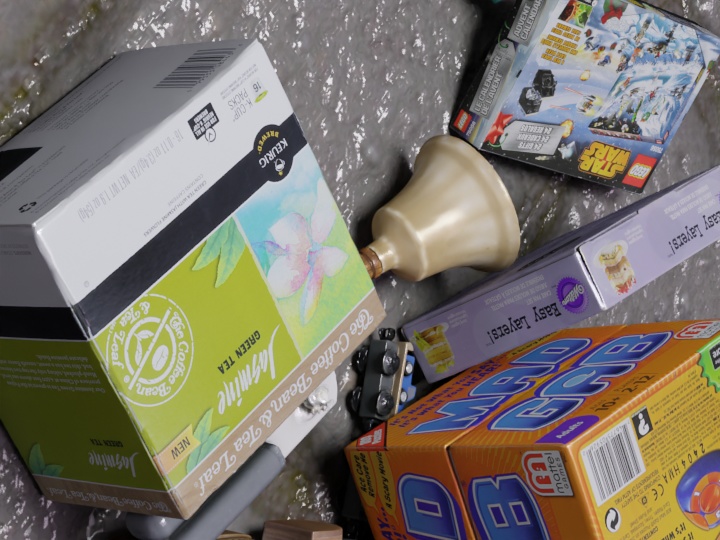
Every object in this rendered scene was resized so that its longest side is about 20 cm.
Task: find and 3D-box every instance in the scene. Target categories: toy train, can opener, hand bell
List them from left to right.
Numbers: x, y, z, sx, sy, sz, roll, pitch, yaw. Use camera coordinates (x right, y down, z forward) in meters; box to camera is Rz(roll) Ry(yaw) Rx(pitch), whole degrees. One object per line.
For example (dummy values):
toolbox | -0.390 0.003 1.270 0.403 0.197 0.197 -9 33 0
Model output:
can opener | -0.077 0.109 1.231 0.200 0.066 0.053 -49 126 -45
hand bell | 0.000 0.000 1.355 0.200 0.104 0.105 -32 113 -28
toy train | 0.009 0.139 1.384 0.046 0.034 0.201 18 78 -47

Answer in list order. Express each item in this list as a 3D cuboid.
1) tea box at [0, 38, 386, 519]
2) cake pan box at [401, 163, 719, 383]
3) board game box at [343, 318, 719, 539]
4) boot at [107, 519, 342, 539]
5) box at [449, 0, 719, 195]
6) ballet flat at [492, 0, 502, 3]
tea box | -0.120 0.003 1.175 0.200 0.133 0.197 -45 122 -36
cake pan box | 0.153 -0.001 1.422 0.200 0.184 0.053 -28 93 -45
board game box | 0.150 0.165 1.347 0.200 0.199 0.201 -29 105 -41
boot | -0.089 0.236 1.266 0.200 0.076 0.156 7 90 -53
box | 0.171 -0.138 1.504 0.199 0.040 0.137 12 112 -46
ballet flat | 0.141 -0.256 1.506 0.200 0.068 0.067 -33 94 -44
